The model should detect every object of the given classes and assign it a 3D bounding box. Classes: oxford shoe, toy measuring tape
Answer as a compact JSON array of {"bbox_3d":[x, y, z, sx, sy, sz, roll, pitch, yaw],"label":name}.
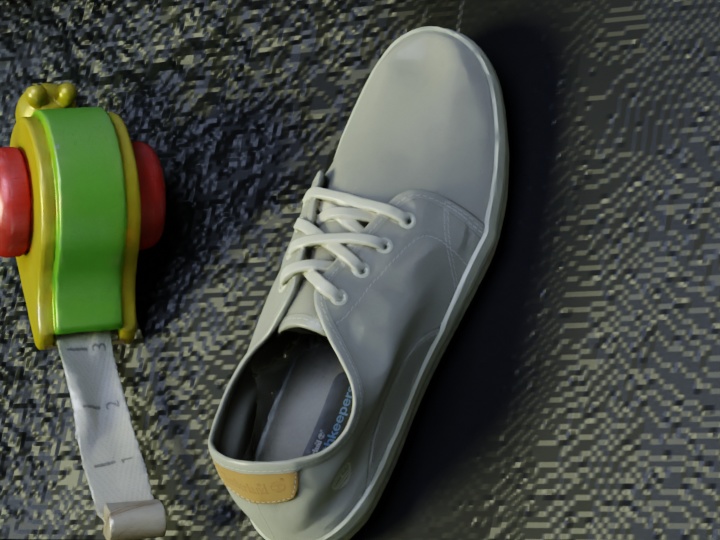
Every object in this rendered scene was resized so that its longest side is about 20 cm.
[{"bbox_3d":[0.000,0.000,0.948,0.075,0.058,0.201,8,70,36],"label":"oxford shoe"},{"bbox_3d":[-0.100,0.002,0.994,0.073,0.074,0.201,-29,53,16],"label":"toy measuring tape"}]
